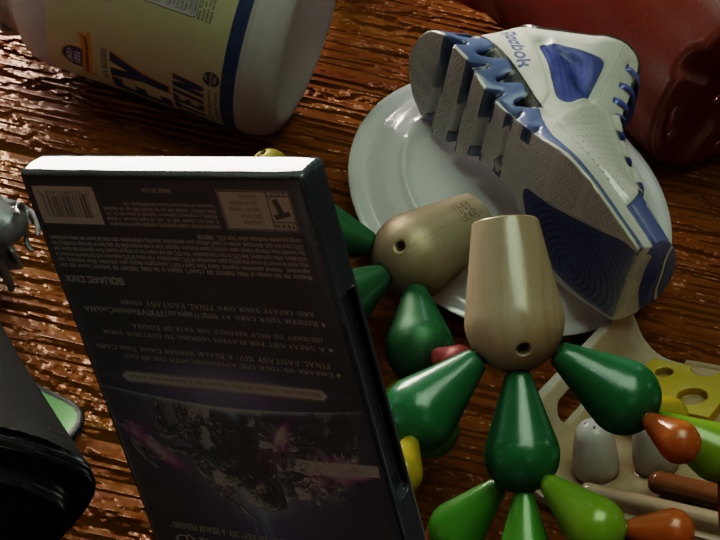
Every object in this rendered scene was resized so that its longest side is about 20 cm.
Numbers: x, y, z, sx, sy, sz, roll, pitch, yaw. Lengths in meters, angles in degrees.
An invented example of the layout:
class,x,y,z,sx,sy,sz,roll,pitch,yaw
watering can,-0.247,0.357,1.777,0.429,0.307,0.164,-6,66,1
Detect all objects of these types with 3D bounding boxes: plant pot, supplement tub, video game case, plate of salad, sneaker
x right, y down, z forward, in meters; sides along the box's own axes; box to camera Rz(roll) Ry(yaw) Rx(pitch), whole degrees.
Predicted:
class,x,y,z,sx,sy,sz,roll,pitch,yaw
plant pot,0.189,-0.188,1.033,0.200,0.202,0.196,-18,56,-32
supplement tub,-0.123,-0.179,0.968,0.198,0.146,0.145,19,40,7
video game case,-0.053,0.046,0.653,0.142,0.201,0.019,3,32,33
plate of salad,0.087,-0.038,0.941,0.198,0.048,0.201,8,52,-10
sneaker,0.128,-0.079,0.901,0.114,0.081,0.200,-23,60,-27

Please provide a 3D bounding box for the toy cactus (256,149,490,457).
class,x,y,z,sx,sy,sz,roll,pitch,yaw
toy cactus,0.000,0.000,0.817,0.164,0.103,0.200,-30,53,-31

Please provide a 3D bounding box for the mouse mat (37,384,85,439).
class,x,y,z,sx,sy,sz,roll,pitch,yaw
mouse mat,-0.251,0.074,0.748,0.199,0.008,0.161,24,42,13

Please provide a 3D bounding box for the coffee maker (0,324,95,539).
class,x,y,z,sx,sy,sz,roll,pitch,yaw
coffee maker,-0.204,0.031,0.660,0.134,0.193,0.200,-2,42,-42

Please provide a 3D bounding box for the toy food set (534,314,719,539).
class,x,y,z,sx,sy,sz,roll,pitch,yaw
toy food set,0.189,0.071,0.791,0.199,0.061,0.143,10,33,34

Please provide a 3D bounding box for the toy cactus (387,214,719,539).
class,x,y,z,sx,sy,sz,roll,pitch,yaw
toy cactus,0.075,0.061,0.715,0.198,0.102,0.167,-5,81,6

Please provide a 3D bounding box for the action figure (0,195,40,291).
class,x,y,z,sx,sy,sz,roll,pitch,yaw
action figure,-0.235,-0.060,0.825,0.199,0.131,0.069,28,51,29
